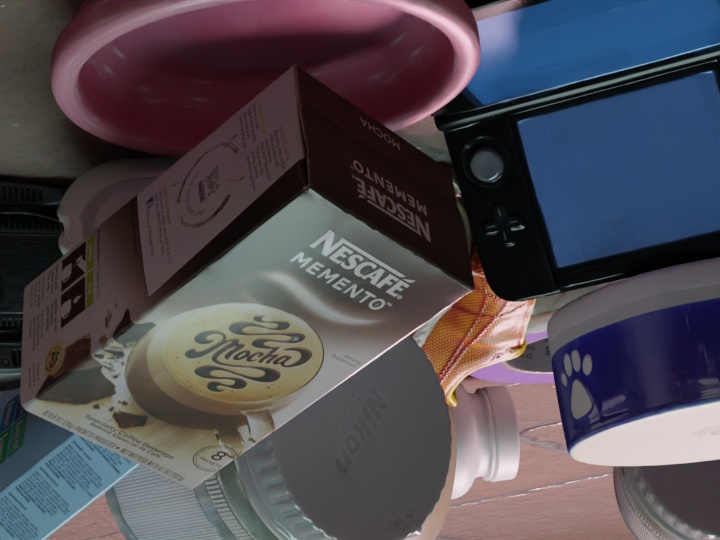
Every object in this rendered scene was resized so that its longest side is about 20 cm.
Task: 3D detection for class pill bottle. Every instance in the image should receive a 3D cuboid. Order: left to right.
[{"bbox_3d":[0.038,0.154,1.677,0.198,0.113,0.112,-4,163,-10],"label":"pill bottle"}]

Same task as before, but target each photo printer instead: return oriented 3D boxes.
[{"bbox_3d":[-0.066,-0.030,1.021,0.198,0.070,0.166,-3,-175,-5],"label":"photo printer"}]

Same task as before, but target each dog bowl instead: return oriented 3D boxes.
[{"bbox_3d":[0.211,0.055,1.084,0.198,0.080,0.200,-6,165,-2],"label":"dog bowl"}]

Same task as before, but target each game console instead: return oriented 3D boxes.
[{"bbox_3d":[0.127,-0.071,0.964,0.198,0.178,0.116,-13,-169,22],"label":"game console"}]

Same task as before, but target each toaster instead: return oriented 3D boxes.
[{"bbox_3d":[-0.230,0.014,1.108,0.198,0.115,0.129,-1,167,-36],"label":"toaster"}]

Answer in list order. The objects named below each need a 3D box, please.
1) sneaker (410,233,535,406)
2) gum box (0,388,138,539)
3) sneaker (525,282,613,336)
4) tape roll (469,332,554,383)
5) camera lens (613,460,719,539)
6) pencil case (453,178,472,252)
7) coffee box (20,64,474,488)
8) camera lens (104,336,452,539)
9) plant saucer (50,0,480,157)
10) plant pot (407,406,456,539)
[{"bbox_3d":[0.087,0.012,1.194,0.077,0.073,0.200,26,137,-13],"label":"sneaker"},{"bbox_3d":[-0.148,0.069,1.132,0.199,0.045,0.170,-37,-161,9],"label":"gum box"},{"bbox_3d":[0.115,-0.004,1.249,0.199,0.082,0.075,-31,-165,17],"label":"sneaker"},{"bbox_3d":[0.169,0.029,1.396,0.198,0.066,0.200,-6,163,-2],"label":"tape roll"},{"bbox_3d":[0.270,0.141,1.386,0.158,0.162,0.200,-8,164,4],"label":"camera lens"},{"bbox_3d":[0.000,0.000,1.211,0.077,0.090,0.200,29,152,-14],"label":"pencil case"},{"bbox_3d":[-0.057,0.009,0.891,0.113,0.080,0.199,30,126,-35],"label":"coffee box"},{"bbox_3d":[-0.059,0.112,1.182,0.159,0.162,0.199,6,165,-38],"label":"camera lens"},{"bbox_3d":[-0.045,-0.109,0.869,0.198,0.051,0.201,-5,163,-1],"label":"plant saucer"},{"bbox_3d":[-0.009,0.107,1.427,0.198,0.201,0.135,1,127,-25],"label":"plant pot"}]
